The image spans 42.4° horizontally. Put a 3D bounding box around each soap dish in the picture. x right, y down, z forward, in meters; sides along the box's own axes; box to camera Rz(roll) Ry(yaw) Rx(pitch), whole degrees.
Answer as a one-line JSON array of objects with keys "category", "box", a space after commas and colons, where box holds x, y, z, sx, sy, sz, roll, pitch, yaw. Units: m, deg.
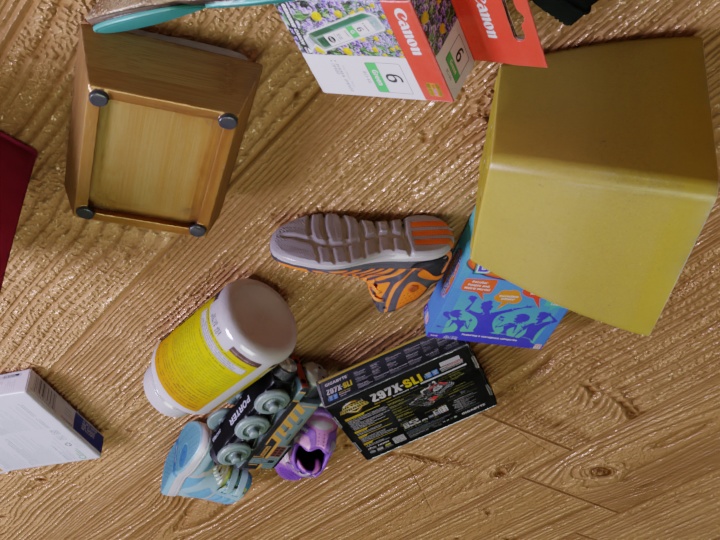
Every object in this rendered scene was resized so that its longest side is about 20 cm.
[{"category": "soap dish", "box": [-0.188, -0.119, 0.856, 0.157, 0.081, 0.200, 10, 139, -15]}]

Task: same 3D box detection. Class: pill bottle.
[{"category": "pill bottle", "box": [-0.174, 0.100, 1.108, 0.109, 0.109, 0.200, 28, 132, -32]}]

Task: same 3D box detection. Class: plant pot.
[{"category": "plant pot", "box": [0.199, -0.087, 0.847, 0.176, 0.200, 0.200, 9, 141, 4]}]

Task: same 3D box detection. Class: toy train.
[{"category": "toy train", "box": [-0.123, 0.189, 1.234, 0.114, 0.085, 0.200, 12, 126, -38]}]

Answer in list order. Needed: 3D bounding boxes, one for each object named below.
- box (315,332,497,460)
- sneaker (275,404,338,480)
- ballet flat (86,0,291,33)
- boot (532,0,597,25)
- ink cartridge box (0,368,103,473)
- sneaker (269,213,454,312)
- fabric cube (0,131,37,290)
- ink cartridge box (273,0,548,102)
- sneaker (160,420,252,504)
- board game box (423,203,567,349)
[{"category": "box", "box": [0.065, 0.160, 1.214, 0.200, 0.049, 0.160, -25, 136, 6]}, {"category": "sneaker", "box": [-0.082, 0.262, 1.332, 0.080, 0.089, 0.200, 9, 141, -16]}, {"category": "ballet flat", "box": [-0.131, -0.234, 0.734, 0.200, 0.071, 0.065, -4, 103, 18]}, {"category": "boot", "box": [0.164, -0.278, 0.687, 0.198, 0.073, 0.162, 19, 139, -35]}, {"category": "ink cartridge box", "box": [-0.493, 0.216, 1.286, 0.200, 0.041, 0.200, -12, 141, 11]}, {"category": "sneaker", "box": [0.000, 0.000, 1.018, 0.200, 0.078, 0.112, 2, 140, -5]}, {"category": "fabric cube", "box": [-0.447, -0.033, 0.855, 0.196, 0.200, 0.200, 27, 132, -33]}, {"category": "ink cartridge box", "box": [0.038, -0.189, 0.736, 0.200, 0.050, 0.109, 12, 152, 34]}, {"category": "sneaker", "box": [-0.208, 0.283, 1.361, 0.130, 0.080, 0.200, 15, 147, -18]}, {"category": "board game box", "box": [0.174, 0.012, 1.069, 0.152, 0.045, 0.200, 7, 139, -12]}]
